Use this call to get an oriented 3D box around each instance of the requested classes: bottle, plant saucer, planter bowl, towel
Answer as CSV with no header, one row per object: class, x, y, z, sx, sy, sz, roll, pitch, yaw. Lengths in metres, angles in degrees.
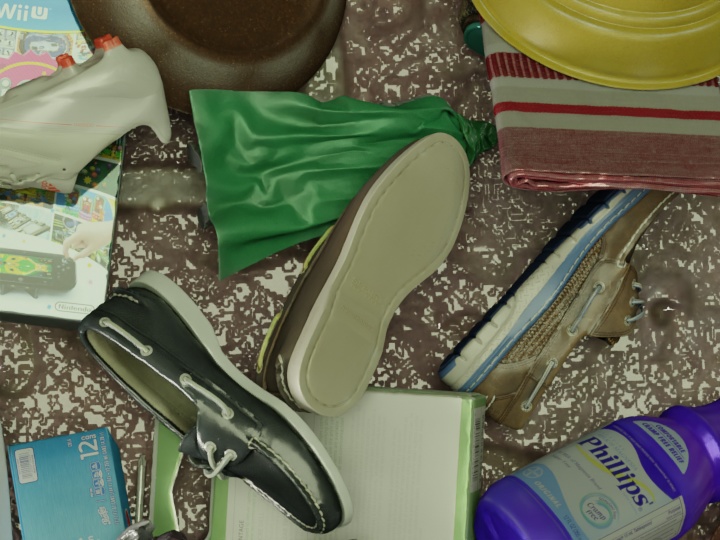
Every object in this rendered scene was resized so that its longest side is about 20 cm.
bottle,0.168,0.133,1.651,0.200,0.065,0.084,-24,55,-27
plant saucer,-0.088,-0.196,1.665,0.200,0.037,0.201,5,79,-29
planter bowl,0.166,-0.211,1.655,0.200,0.083,0.200,6,49,-7
towel,0.146,-0.125,1.647,0.144,0.023,0.200,3,49,-9

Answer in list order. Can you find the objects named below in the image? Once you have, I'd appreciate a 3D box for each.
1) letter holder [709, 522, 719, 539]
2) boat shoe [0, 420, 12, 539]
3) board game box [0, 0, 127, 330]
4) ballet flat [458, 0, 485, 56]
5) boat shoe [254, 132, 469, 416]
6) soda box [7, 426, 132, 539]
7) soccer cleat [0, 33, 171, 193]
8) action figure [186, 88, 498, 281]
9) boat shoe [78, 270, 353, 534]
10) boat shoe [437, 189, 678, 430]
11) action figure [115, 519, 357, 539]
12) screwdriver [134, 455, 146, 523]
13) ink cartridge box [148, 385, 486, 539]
letter holder,0.307,0.165,1.629,0.101,0.142,0.200,36,81,-31
boat shoe,-0.254,0.137,1.634,0.068,0.074,0.199,-5,93,-20
board game box,-0.220,-0.070,1.666,0.147,0.064,0.200,7,82,-4
ballet flat,0.161,-0.137,1.709,0.200,0.068,0.075,29,65,1
boat shoe,0.000,0.000,1.633,0.072,0.060,0.200,41,66,-31
soda box,-0.163,0.201,1.620,0.064,0.068,0.200,-10,75,-2
soccer cleat,-0.209,-0.072,1.603,0.200,0.069,0.078,-24,102,-4
action figure,-0.006,-0.068,1.681,0.200,0.055,0.118,-10,99,-17
boat shoe,-0.088,0.090,1.601,0.060,0.076,0.200,-36,70,-30
boat shoe,0.140,0.015,1.688,0.072,0.072,0.200,43,92,-4
action figure,-0.095,0.207,1.564,0.200,0.069,0.130,-6,79,-30
screwdriver,-0.141,0.214,1.657,0.028,0.029,0.200,2,84,3
ink cartridge box,-0.027,0.142,1.657,0.200,0.048,0.146,3,91,12
